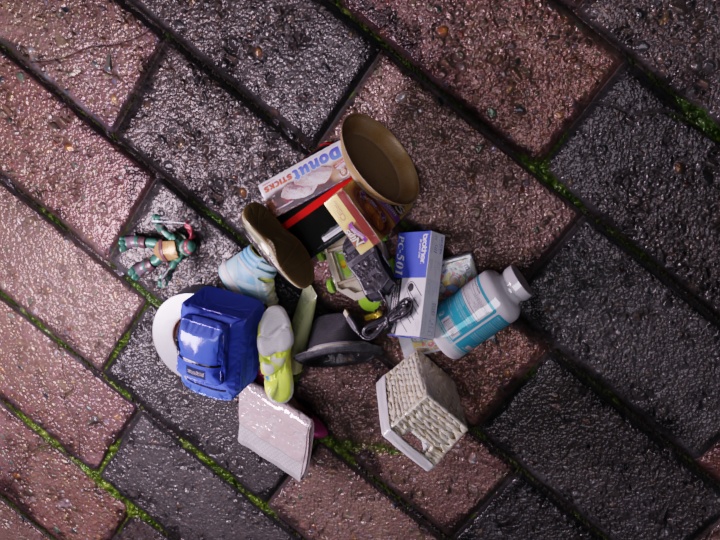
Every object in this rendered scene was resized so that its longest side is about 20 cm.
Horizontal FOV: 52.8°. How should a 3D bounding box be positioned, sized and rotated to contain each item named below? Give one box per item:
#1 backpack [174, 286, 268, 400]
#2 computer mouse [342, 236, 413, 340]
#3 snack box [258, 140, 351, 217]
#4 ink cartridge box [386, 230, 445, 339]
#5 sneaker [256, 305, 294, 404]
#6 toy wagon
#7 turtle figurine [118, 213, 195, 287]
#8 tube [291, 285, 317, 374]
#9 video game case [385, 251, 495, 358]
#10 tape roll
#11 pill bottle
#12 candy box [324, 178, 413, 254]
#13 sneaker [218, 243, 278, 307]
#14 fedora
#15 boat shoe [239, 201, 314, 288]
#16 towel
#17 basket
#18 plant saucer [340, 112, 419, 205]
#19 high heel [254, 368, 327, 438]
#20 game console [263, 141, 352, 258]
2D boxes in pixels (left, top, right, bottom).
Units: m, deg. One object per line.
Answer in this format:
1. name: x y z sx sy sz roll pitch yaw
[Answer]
1. backpack: -0.296 0.160 1.467 0.160 0.168 0.204 17 117 19
2. computer mouse: 0.013 0.033 1.418 0.140 0.046 0.202 -40 72 21
3. snack box: -0.105 -0.179 1.430 0.197 0.024 0.073 -25 90 20
4. ink cartridge box: 0.107 0.029 1.406 0.093 0.044 0.204 -1 79 49
5. sneaker: -0.176 0.165 1.488 0.074 0.105 0.205 -1 100 -11
6. toy wagon: 0.000 0.000 1.475 0.153 0.040 0.204 -16 95 22
7. turtle figurine: -0.419 -0.041 1.542 0.197 0.100 0.153 -8 90 31
8. tube: -0.126 0.124 1.543 0.057 0.052 0.203 24 113 21
9. video game case: 0.157 0.074 1.484 0.196 0.023 0.185 -15 102 16
10. tape roll: -0.354 0.137 1.596 0.196 0.066 0.205 3 106 11
11. pill bottle: 0.230 0.075 1.396 0.199 0.111 0.111 -37 96 20
12. candy box: 0.020 -0.125 1.360 0.056 0.200 0.117 -33 98 30
13. sneaker: -0.195 0.034 1.523 0.130 0.080 0.201 -38 96 21
14. fedora: -0.047 0.139 1.491 0.196 0.200 0.094 -9 73 15
15. boat shoe: -0.167 -0.047 1.458 0.201 0.073 0.065 54 153 -6
16. towel: -0.190 0.349 1.585 0.198 0.032 0.194 27 128 24
17. basket: 0.121 0.271 1.451 0.135 0.201 0.124 40 105 -16
18. plant saucer: 0.029 -0.198 1.346 0.035 0.200 0.201 -36 97 35
19. high heel: -0.153 0.293 1.592 0.197 0.068 0.098 24 121 9
20. game console: -0.087 -0.139 1.460 0.198 0.031 0.179 -32 89 20
